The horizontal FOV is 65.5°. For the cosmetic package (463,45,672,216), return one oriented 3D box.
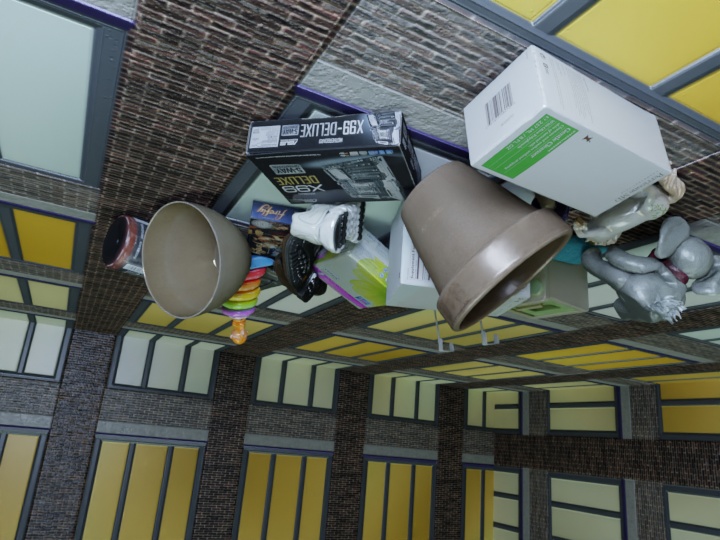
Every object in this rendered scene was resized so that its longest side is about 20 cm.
[{"bbox_3d":[0.222,-0.141,0.602,0.199,0.085,0.108,15,149,-27],"label":"cosmetic package"}]

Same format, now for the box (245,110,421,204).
[{"bbox_3d":[-0.028,-0.143,0.743,0.198,0.050,0.158,0,163,15],"label":"box"}]

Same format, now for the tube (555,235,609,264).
[{"bbox_3d":[0.352,-0.041,0.976,0.199,0.051,0.077,12,158,-33],"label":"tube"}]

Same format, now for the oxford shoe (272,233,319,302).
[{"bbox_3d":[-0.132,-0.011,1.042,0.084,0.073,0.201,31,153,16],"label":"oxford shoe"}]

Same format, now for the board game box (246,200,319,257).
[{"bbox_3d":[-0.143,-0.067,1.047,0.134,0.035,0.200,8,162,-11],"label":"board game box"}]

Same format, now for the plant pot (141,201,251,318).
[{"bbox_3d":[-0.277,-0.021,1.012,0.199,0.202,0.134,-6,180,31],"label":"plant pot"}]

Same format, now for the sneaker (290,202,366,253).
[{"bbox_3d":[-0.042,-0.077,0.852,0.080,0.076,0.200,8,-169,14],"label":"sneaker"}]

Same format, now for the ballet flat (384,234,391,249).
[{"bbox_3d":[0.072,-0.018,1.092,0.066,0.057,0.200,-13,163,-1],"label":"ballet flat"}]

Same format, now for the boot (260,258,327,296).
[{"bbox_3d":[-0.198,0.025,1.297,0.181,0.073,0.199,30,146,-26],"label":"boot"}]

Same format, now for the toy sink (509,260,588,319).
[{"bbox_3d":[0.321,0.021,1.063,0.199,0.113,0.130,18,158,-36],"label":"toy sink"}]

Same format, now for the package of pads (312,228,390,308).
[{"bbox_3d":[0.000,0.000,1.061,0.154,0.068,0.200,40,156,-18],"label":"package of pads"}]

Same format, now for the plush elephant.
[{"bbox_3d":[0.491,-0.001,0.907,0.165,0.155,0.200,47,-179,-14],"label":"plush elephant"}]

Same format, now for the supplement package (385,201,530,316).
[{"bbox_3d":[0.153,-0.021,0.911,0.198,0.152,0.152,6,164,-5],"label":"supplement package"}]

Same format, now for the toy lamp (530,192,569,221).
[{"bbox_3d":[0.247,-0.108,0.766,0.058,0.059,0.200,-5,160,30],"label":"toy lamp"}]

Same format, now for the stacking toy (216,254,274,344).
[{"bbox_3d":[-0.253,0.060,1.170,0.109,0.202,0.116,18,-158,40],"label":"stacking toy"}]

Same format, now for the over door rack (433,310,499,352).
[{"bbox_3d":[0.177,0.066,1.109,0.066,0.202,0.147,-16,177,-33],"label":"over door rack"}]

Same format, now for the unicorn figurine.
[{"bbox_3d":[0.358,-0.080,0.793,0.137,0.074,0.199,19,158,-37],"label":"unicorn figurine"}]

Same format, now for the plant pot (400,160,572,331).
[{"bbox_3d":[0.146,-0.045,0.747,0.200,0.175,0.201,-35,161,-14],"label":"plant pot"}]

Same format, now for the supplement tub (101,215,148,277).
[{"bbox_3d":[-0.399,-0.030,1.119,0.106,0.108,0.199,-10,158,40],"label":"supplement tub"}]
